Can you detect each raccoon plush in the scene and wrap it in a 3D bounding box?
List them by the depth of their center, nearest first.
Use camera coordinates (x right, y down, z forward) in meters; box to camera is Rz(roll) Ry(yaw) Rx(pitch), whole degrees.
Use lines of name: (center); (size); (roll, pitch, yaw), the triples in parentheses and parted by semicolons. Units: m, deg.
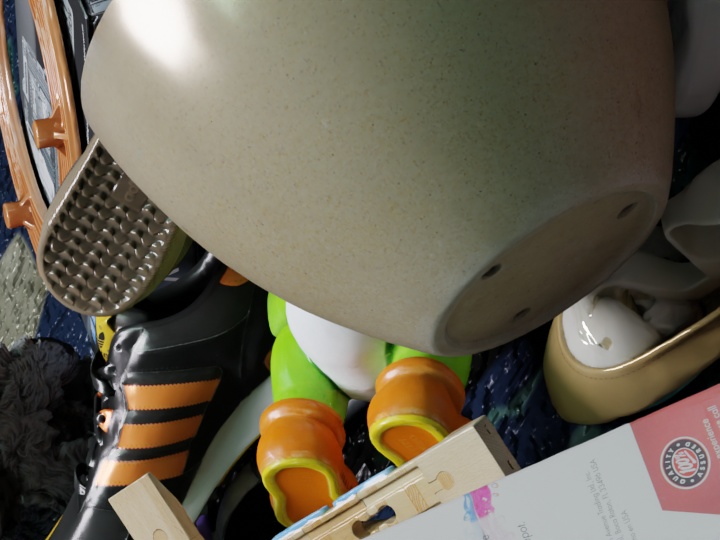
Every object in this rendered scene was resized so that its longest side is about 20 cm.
raccoon plush: (-0.193, 0.101, 1.231); (0.134, 0.200, 0.097); (-33, 77, 41)

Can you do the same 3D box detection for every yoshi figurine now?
yoshi figurine: (0.010, 0.007, 1.051); (0.112, 0.112, 0.200); (122, 155, -49)

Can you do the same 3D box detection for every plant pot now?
plant pot: (0.027, -0.052, 0.898); (0.200, 0.200, 0.134); (-48, 65, 32)

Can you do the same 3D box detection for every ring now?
ring: (-0.156, -0.083, 1.240); (0.200, 0.019, 0.201); (169, 90, -76)

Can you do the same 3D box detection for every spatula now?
spatula: (-0.048, 0.095, 1.160); (0.200, 0.021, 0.057); (-45, 42, 33)

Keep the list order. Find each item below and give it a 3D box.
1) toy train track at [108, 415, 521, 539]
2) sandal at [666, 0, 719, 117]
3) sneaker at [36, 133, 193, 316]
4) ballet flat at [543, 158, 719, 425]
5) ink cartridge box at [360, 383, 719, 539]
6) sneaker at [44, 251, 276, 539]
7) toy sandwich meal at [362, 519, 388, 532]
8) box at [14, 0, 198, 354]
toy train track: (-0.017, 0.102, 0.973); (0.200, 0.033, 0.115); (-34, 89, 36)
sandal: (0.108, -0.112, 1.010); (0.203, 0.050, 0.082); (-105, 29, -54)
sneaker: (-0.059, -0.071, 1.051); (0.200, 0.070, 0.076); (-48, 9, 27)
ballet flat: (0.115, -0.007, 0.939); (0.200, 0.063, 0.069); (-36, 48, 41)
ink cartridge box: (0.057, 0.133, 0.877); (0.200, 0.068, 0.117); (-24, 50, 8)
sneaker: (-0.090, 0.054, 1.133); (0.200, 0.090, 0.070); (-49, 21, 4)
toy sandwich meal: (0.015, 0.180, 1.000); (0.205, 0.070, 0.205); (-30, 53, 49)
box: (-0.116, -0.081, 1.224); (0.158, 0.050, 0.200); (-117, 22, -45)
